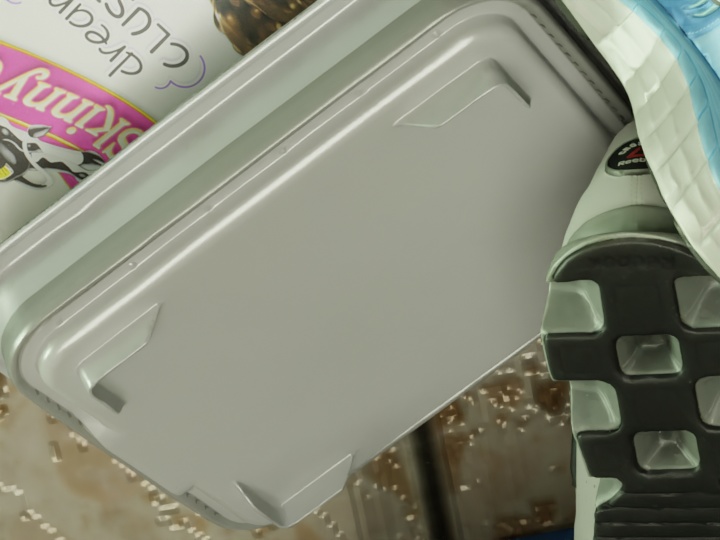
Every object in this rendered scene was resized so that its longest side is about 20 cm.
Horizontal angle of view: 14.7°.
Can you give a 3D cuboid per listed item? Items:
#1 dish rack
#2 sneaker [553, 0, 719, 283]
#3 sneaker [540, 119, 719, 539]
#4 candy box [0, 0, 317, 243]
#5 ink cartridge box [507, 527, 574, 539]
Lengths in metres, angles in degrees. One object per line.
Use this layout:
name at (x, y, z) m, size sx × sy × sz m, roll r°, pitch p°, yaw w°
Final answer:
dish rack at (0.000, 0.000, 0.815) m, size 0.200 × 0.044 × 0.172 m, roll -36°, pitch 144°, yaw 10°
sneaker at (0.103, -0.087, 0.743) m, size 0.090 × 0.078 × 0.201 m, roll -40°, pitch 66°, yaw 28°
sneaker at (0.096, 0.046, 0.809) m, size 0.074 × 0.089 × 0.201 m, roll 2°, pitch 127°, yaw 11°
candy box at (-0.067, -0.095, 0.820) m, size 0.168 × 0.072 × 0.200 m, roll 43°, pitch 108°, yaw -15°
ink cartridge box at (0.035, 0.178, 0.842) m, size 0.084 × 0.200 × 0.146 m, roll -11°, pitch 98°, yaw 12°
